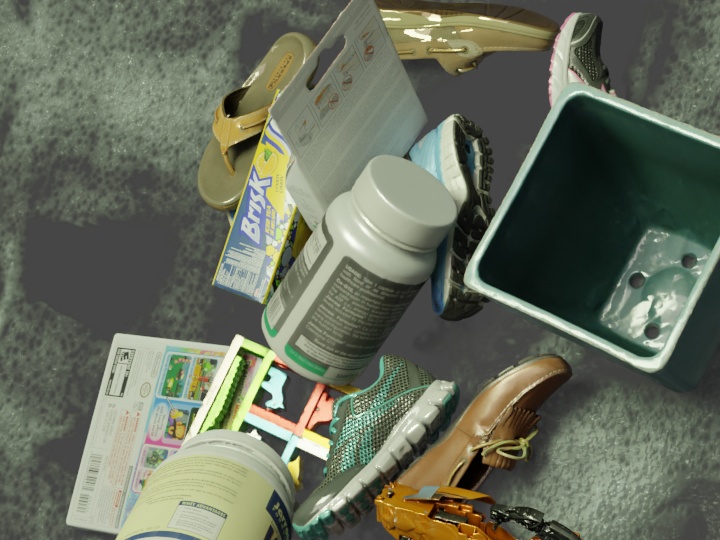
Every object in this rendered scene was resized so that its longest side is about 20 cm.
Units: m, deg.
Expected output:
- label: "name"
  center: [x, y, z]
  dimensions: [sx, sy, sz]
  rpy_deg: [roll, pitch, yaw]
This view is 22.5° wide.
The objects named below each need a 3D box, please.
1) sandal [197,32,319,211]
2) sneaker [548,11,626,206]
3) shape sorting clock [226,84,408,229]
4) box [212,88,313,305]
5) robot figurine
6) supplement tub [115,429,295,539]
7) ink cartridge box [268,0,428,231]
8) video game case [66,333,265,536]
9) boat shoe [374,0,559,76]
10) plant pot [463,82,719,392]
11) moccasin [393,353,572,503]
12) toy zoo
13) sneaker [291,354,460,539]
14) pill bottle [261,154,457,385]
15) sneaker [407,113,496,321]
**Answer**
- label: "sandal"
  center: [-0.111, -0.157, 1.815]
  dimensions: [0.080, 0.054, 0.201]
  rpy_deg: [24, 83, 35]
- label: "sneaker"
  center: [0.220, -0.138, 1.689]
  dimensions: [0.085, 0.080, 0.202]
  rpy_deg: [2, 80, 14]
- label: "shape sorting clock"
  center: [-0.047, -0.092, 1.809]
  dimensions: [0.198, 0.039, 0.202]
  rpy_deg: [-9, 67, 23]
- label: "box"
  center: [-0.073, -0.067, 1.755]
  dimensions: [0.064, 0.070, 0.202]
  rpy_deg: [19, 90, 25]
- label: "robot figurine"
  center: [0.109, 0.250, 1.567]
  dimensions: [0.198, 0.058, 0.146]
  rpy_deg: [12, 120, 20]
- label: "supplement tub"
  center: [-0.140, 0.247, 1.603]
  dimensions: [0.144, 0.146, 0.200]
  rpy_deg: [-12, 25, 21]
- label: "ink cartridge box"
  center: [-0.021, -0.147, 1.683]
  dimensions: [0.050, 0.200, 0.162]
  rpy_deg: [20, 65, 35]
- label: "video game case"
  center: [-0.189, 0.168, 1.789]
  dimensions: [0.180, 0.024, 0.202]
  rpy_deg: [5, 73, 26]
- label: "boat shoe"
  center: [0.099, -0.227, 1.781]
  dimensions: [0.198, 0.071, 0.065]
  rpy_deg: [8, 109, 19]
- label: "plant pot"
  center: [0.242, -0.008, 1.545]
  dimensions: [0.195, 0.200, 0.198]
  rpy_deg: [25, 83, 31]
- label: "moccasin"
  center: [0.116, 0.156, 1.617]
  dimensions: [0.201, 0.074, 0.078]
  rpy_deg: [-44, 61, 5]
- label: "toy zoo"
  center: [-0.060, 0.157, 1.718]
  dimensions: [0.199, 0.020, 0.132]
  rpy_deg: [22, 80, 20]
- label: "sneaker"
  center: [-0.001, 0.159, 1.653]
  dimensions: [0.091, 0.078, 0.200]
  rpy_deg: [38, 70, 21]
- label: "pill bottle"
  center: [0.000, 0.000, 1.666]
  dimensions: [0.113, 0.112, 0.201]
  rpy_deg: [55, 126, 30]
- label: "sneaker"
  center: [0.081, -0.043, 1.724]
  dimensions: [0.089, 0.078, 0.202]
  rpy_deg: [-21, 58, 38]
